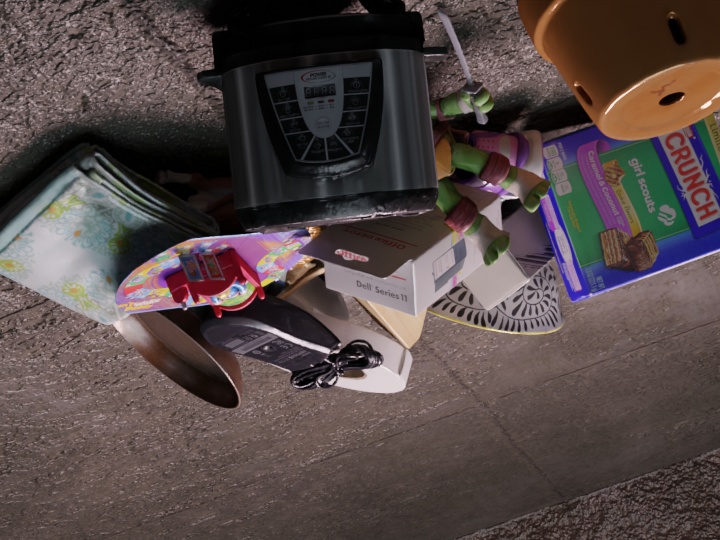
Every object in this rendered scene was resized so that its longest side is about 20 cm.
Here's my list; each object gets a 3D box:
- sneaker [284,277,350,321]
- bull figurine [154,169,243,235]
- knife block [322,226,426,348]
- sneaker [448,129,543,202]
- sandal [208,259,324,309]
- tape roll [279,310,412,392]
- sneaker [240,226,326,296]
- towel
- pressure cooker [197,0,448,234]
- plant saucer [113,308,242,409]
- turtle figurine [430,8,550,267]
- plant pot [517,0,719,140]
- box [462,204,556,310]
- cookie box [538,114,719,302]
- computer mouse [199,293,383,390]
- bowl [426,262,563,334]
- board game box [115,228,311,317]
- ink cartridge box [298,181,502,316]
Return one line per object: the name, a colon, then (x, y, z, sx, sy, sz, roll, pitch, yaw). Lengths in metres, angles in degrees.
sneaker: (-0.074, 0.049, 1.844, 0.082, 0.074, 0.200, -24, 161, 10)
bull figurine: (-0.178, -0.035, 1.582, 0.121, 0.065, 0.200, 5, 146, -31)
knife block: (0.000, 0.000, 1.691, 0.175, 0.064, 0.201, -12, 127, -37)
sneaker: (0.115, -0.096, 1.650, 0.088, 0.081, 0.200, 9, 155, -20)
sandal: (-0.076, -0.021, 1.725, 0.211, 0.078, 0.070, -17, 129, -18)
tape roll: (-0.038, 0.094, 1.809, 0.202, 0.037, 0.203, 14, 163, 4)
sneaker: (-0.098, -0.038, 1.603, 0.075, 0.089, 0.200, 0, 159, -26)
towel: (-0.254, -0.027, 1.487, 0.171, 0.048, 0.200, 33, 133, -30)
pressure cooker: (-0.030, -0.136, 1.278, 0.178, 0.201, 0.175, -5, 180, 44)
plant saucer: (-0.205, 0.078, 1.732, 0.035, 0.200, 0.200, -51, 170, -22)
turtle figurine: (0.077, -0.098, 1.443, 0.194, 0.144, 0.200, 35, 153, -7)
plant pot: (0.255, -0.209, 1.383, 0.199, 0.141, 0.200, -15, 159, -6)
box: (0.191, -0.039, 1.729, 0.200, 0.068, 0.082, -38, 179, -45)
cookie box: (0.297, -0.080, 1.657, 0.199, 0.172, 0.075, -19, 177, -11)
computer mouse: (-0.085, 0.068, 1.666, 0.200, 0.053, 0.138, 25, 148, -37)
bowl: (0.152, -0.004, 1.824, 0.200, 0.201, 0.095, 0, 109, -37)
board game box: (-0.137, 0.017, 1.501, 0.199, 0.039, 0.158, -6, 156, -38)
ink cartridge box: (0.041, -0.021, 1.548, 0.200, 0.117, 0.068, -35, 131, -42)
